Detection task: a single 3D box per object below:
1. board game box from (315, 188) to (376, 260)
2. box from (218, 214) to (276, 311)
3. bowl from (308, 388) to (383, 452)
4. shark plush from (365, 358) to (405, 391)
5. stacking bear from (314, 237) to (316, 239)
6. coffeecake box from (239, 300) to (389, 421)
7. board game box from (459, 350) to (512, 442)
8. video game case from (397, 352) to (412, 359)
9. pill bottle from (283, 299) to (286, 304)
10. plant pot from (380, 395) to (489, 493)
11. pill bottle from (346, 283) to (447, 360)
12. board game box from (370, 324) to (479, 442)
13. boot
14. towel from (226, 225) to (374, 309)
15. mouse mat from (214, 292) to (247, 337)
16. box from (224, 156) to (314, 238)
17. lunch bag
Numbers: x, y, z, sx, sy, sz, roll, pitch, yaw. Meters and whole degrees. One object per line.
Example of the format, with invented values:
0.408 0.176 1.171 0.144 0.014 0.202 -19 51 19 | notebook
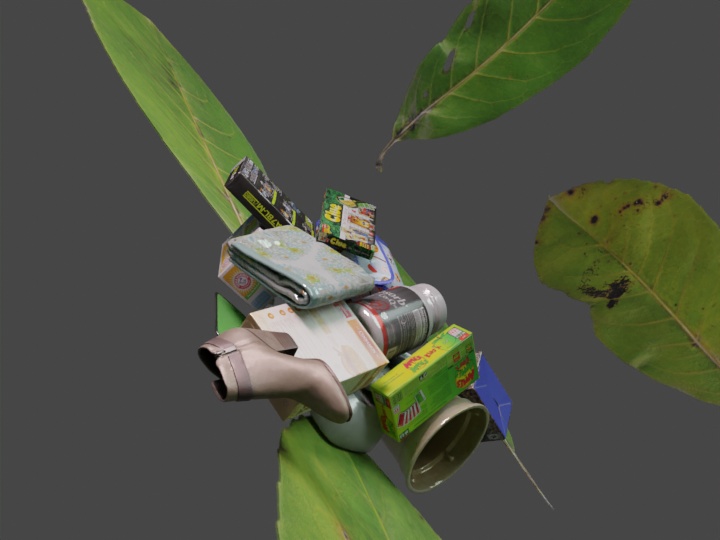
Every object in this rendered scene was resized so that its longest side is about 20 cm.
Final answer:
-0.023 -0.087 1.540 0.104 0.024 0.200 18 26 -8 | board game box
-0.187 -0.023 1.575 0.101 0.112 0.200 43 8 -18 | box
-0.036 0.206 1.447 0.200 0.075 0.200 56 10 27 | bowl
0.027 0.161 1.512 0.083 0.091 0.200 15 26 -14 | shark plush
-0.065 0.014 2.072 0.200 0.121 0.114 55 6 -6 | stacking bear
-0.076 0.126 1.324 0.200 0.073 0.154 -14 60 -49 | coffeecake box
0.179 0.264 1.716 0.160 0.199 0.097 56 37 -30 | board game box
0.076 0.197 1.812 0.199 0.018 0.143 30 -23 -7 | video game case
-0.089 0.056 1.752 0.200 0.104 0.104 41 11 -40 | pill bottle
0.101 0.271 1.567 0.183 0.201 0.200 40 3 34 | plant pot
0.054 0.091 1.483 0.199 0.116 0.116 -18 62 -46 | pill bottle
0.113 0.188 1.446 0.048 0.200 0.102 25 -42 45 | board game box
-0.122 0.150 1.149 0.146 0.071 0.200 -10 40 -41 | boot
-0.098 -0.009 1.391 0.200 0.048 0.171 33 29 28 | towel
-0.165 0.128 1.383 0.200 0.008 0.161 46 9 -23 | mouse mat
-0.165 -0.119 1.593 0.193 0.047 0.200 48 8 -15 | box
0.000 0.000 1.601 0.200 0.124 0.171 38 24 -52 | lunch bag
